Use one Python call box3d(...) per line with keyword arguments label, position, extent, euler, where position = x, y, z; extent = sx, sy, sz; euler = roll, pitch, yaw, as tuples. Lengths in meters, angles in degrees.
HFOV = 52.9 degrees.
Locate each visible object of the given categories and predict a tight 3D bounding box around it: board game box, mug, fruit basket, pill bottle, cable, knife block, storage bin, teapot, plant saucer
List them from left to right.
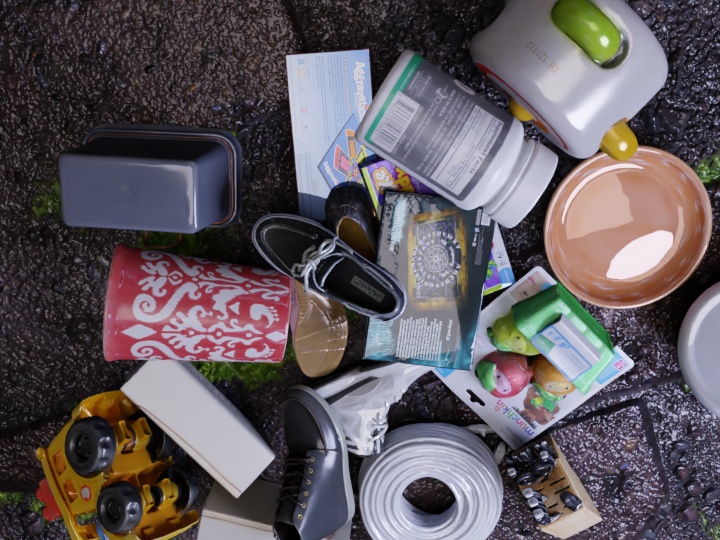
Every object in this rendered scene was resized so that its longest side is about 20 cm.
box3d(label="storage bin", position=(-0.253, -0.092, 0.855), extent=(0.198, 0.134, 0.147), euler=(4, 106, 3))
box3d(label="mug", position=(-0.187, 0.029, 0.858), extent=(0.198, 0.178, 0.134), euler=(6, 136, -11))
box3d(label="board game box", position=(-0.032, -0.163, 0.882), extent=(0.102, 0.019, 0.202), euler=(-2, 106, 4))
box3d(label="board game box", position=(0.079, 0.012, 0.851), extent=(0.134, 0.028, 0.202), euler=(7, 99, -6))
box3d(label="cable", position=(0.095, 0.304, 0.983), extent=(0.198, 0.069, 0.202), euler=(4, 106, 2))
box3d(label="board game box", position=(0.093, -0.056, 0.881), extent=(0.134, 0.045, 0.201), euler=(-21, 104, -1))
box3d(label="pill bottle", position=(0.103, -0.138, 0.781), extent=(0.199, 0.113, 0.113), euler=(32, 105, -5))
box3d(label="fruit basket", position=(0.210, 0.119, 0.913), extent=(0.200, 0.094, 0.185), euler=(-43, 100, 17))
box3d(label="knife block", position=(0.252, 0.299, 0.917), extent=(0.064, 0.176, 0.201), euler=(-30, 103, 12))
box3d(label="plant saucer", position=(0.321, -0.053, 0.885), extent=(0.198, 0.037, 0.202), euler=(1, 106, 2))
box3d(label="teapot", position=(0.487, 0.093, 0.867), extent=(0.199, 0.146, 0.199), euler=(-28, 70, 29))

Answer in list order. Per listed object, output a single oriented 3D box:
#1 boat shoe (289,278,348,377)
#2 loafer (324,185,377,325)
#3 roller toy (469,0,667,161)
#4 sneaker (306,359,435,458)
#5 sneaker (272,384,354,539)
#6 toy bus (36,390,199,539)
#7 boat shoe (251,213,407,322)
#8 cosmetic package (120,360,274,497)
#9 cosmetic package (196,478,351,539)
box3d(label="boat shoe", position=(-0.059, 0.038, 0.918), extent=(0.070, 0.069, 0.201), euler=(-9, 115, -17))
box3d(label="loafer", position=(0.000, 0.000, 0.891), extent=(0.072, 0.072, 0.201), euler=(-17, 116, 9))
box3d(label="roller toy", position=(0.214, -0.215, 0.769), extent=(0.140, 0.183, 0.200), euler=(-46, 132, 13))
box3d(label="sneaker", position=(0.031, 0.170, 0.938), extent=(0.199, 0.076, 0.116), euler=(-23, 93, 19))
box3d(label="sneaker", position=(-0.071, 0.252, 0.903), extent=(0.074, 0.106, 0.201), euler=(-8, 102, 38))
box3d(label="toy bus", position=(-0.335, 0.288, 0.945), extent=(0.192, 0.136, 0.201), euler=(-38, 71, 18))
box3d(label="boat shoe", position=(-0.040, -0.004, 0.805), extent=(0.199, 0.068, 0.074), euler=(36, 94, 9))
box3d(label="cosmetic package", position=(-0.208, 0.187, 0.934), extent=(0.200, 0.103, 0.073), euler=(45, 81, -9))
box3d(label="cosmetic package", position=(-0.115, 0.351, 0.992), extent=(0.198, 0.104, 0.074), euler=(13, 106, -2))
